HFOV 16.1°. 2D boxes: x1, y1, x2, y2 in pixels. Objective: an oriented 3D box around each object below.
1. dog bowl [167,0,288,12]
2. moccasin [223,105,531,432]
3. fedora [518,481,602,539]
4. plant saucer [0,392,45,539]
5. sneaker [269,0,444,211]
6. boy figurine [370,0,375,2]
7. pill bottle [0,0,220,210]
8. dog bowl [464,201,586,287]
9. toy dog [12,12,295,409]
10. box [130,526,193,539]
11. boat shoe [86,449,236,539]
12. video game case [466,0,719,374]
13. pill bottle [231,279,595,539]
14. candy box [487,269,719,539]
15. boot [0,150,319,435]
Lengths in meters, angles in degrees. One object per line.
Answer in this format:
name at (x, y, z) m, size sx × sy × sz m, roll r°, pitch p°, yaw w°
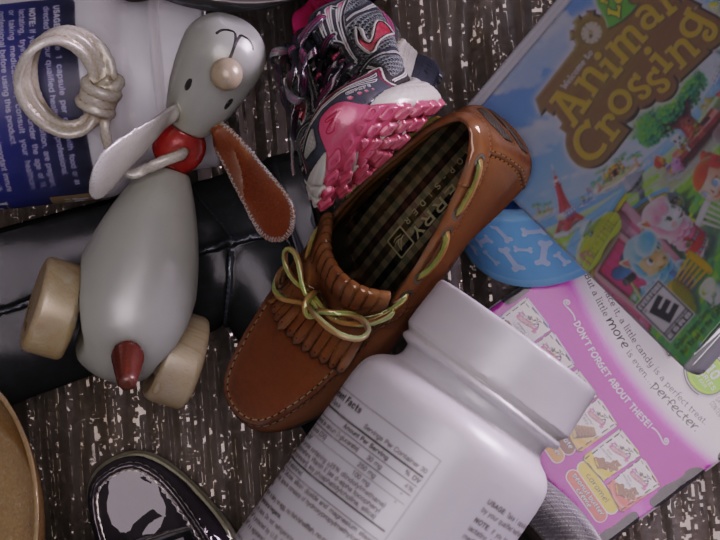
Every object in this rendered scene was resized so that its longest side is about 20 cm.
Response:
dog bowl at (-0.066, -0.222, 1.280) m, size 0.198 × 0.059 × 0.202 m, roll 2°, pitch 79°, yaw -12°
moccasin at (0.001, 0.001, 1.255) m, size 0.201 × 0.078 × 0.074 m, roll -43°, pitch 68°, yaw 20°
fedora at (0.038, 0.176, 1.325) m, size 0.199 × 0.090 × 0.178 m, roll 15°, pitch 86°, yaw 10°
plant saucer at (-0.224, 0.148, 1.314) m, size 0.199 × 0.035 × 0.202 m, roll -15°, pitch 65°, yaw 36°
sneaker at (-0.011, -0.087, 1.239) m, size 0.081 × 0.200 × 0.075 m, roll -41°, pitch 100°, yaw 9°
boy figurine at (-0.047, -0.227, 1.351) m, size 0.124 × 0.064 × 0.200 m, roll -37°, pitch 87°, yaw -3°
pill bottle at (-0.175, -0.091, 1.322) m, size 0.198 × 0.116 × 0.117 m, roll -6°, pitch 88°, yaw 0°
dog bowl at (0.133, -0.071, 1.315) m, size 0.199 × 0.050 × 0.112 m, roll -25°, pitch 49°, yaw 9°
toy dog at (-0.100, -0.020, 1.242) m, size 0.131 × 0.096 × 0.202 m, roll -3°, pitch 108°, yaw -12°
box at (-0.130, 0.244, 1.308) m, size 0.157 × 0.050 × 0.201 m, roll -17°, pitch 88°, yaw 35°
boat shoe at (-0.084, 0.187, 1.339) m, size 0.072 × 0.065 × 0.201 m, roll -25°, pitch 88°, yaw 0°
video game case at (0.165, -0.083, 1.236) m, size 0.182 × 0.022 × 0.200 m, roll 46°, pitch 102°, yaw 24°
pill bottle at (0.019, 0.113, 1.231) m, size 0.113 × 0.113 × 0.201 m, roll 36°, pitch 89°, yaw 1°
candy box at (0.155, 0.039, 1.342) m, size 0.199 × 0.061 × 0.137 m, roll -35°, pitch 87°, yaw 0°
boot at (-0.110, 0.039, 1.343) m, size 0.199 × 0.066 × 0.166 m, roll -15°, pitch 82°, yaw -2°
